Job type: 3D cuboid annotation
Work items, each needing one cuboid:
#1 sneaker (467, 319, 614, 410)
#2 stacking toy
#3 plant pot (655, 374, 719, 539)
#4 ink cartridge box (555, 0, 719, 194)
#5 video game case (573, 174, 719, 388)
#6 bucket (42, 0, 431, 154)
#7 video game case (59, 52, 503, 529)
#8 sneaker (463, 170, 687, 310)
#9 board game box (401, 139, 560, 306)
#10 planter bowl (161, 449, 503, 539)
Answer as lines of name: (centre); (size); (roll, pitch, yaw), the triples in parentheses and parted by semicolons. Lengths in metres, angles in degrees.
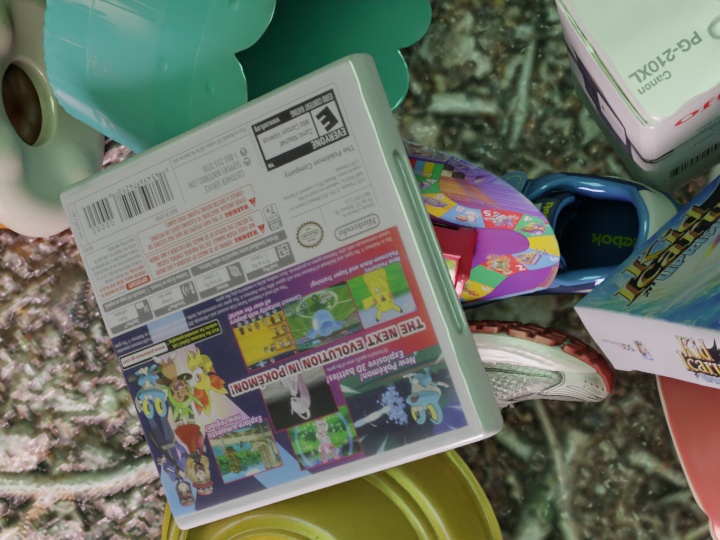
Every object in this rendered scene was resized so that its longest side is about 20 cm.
sneaker: (0.039, 0.070, 1.088); (0.199, 0.078, 0.083); (-6, 88, 16)
stacking toy: (-0.258, -0.077, 1.140); (0.199, 0.146, 0.147); (-11, 80, 26)
plant pot: (0.253, 0.069, 0.996); (0.176, 0.200, 0.202); (-24, 79, 16)
ink cartridge box: (0.183, -0.121, 1.019); (0.144, 0.200, 0.085); (-34, 78, 3)
video game case: (0.217, -0.025, 0.938); (0.200, 0.181, 0.046); (-41, 104, -13)
bucket: (-0.062, -0.136, 1.064); (0.134, 0.207, 0.208); (26, 87, 20)
video game case: (-0.043, 0.016, 0.962); (0.199, 0.023, 0.183); (-21, 89, 36)
sneaker: (0.084, -0.019, 1.074); (0.199, 0.082, 0.075); (-3, 81, 23)
board game box: (0.000, 0.000, 1.006); (0.199, 0.158, 0.039); (-12, 55, 38)
planter bowl: (-0.029, 0.167, 1.041); (0.199, 0.083, 0.202); (4, 102, 19)
